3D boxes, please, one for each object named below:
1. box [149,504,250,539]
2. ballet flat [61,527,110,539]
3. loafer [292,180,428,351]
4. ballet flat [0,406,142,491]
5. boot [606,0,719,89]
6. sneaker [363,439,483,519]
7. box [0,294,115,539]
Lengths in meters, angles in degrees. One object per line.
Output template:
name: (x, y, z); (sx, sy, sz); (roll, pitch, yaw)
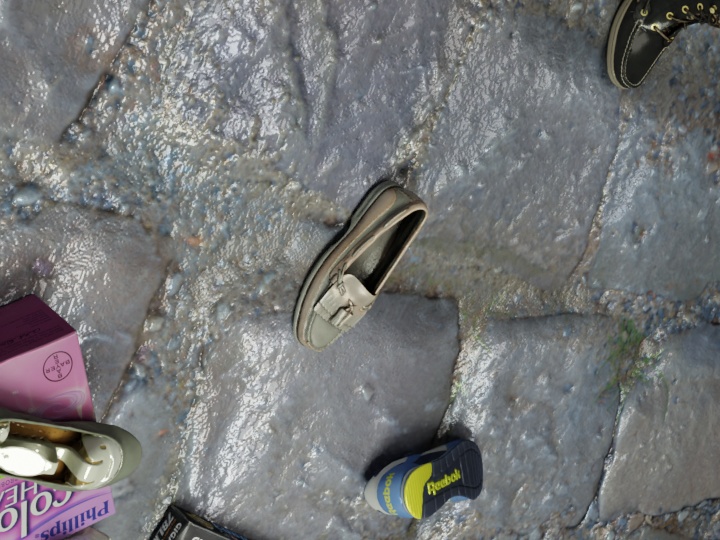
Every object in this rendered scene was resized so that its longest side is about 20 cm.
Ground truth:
box: (-0.178, 0.376, 1.503); (0.200, 0.050, 0.200); (36, 87, -43)
ballet flat: (-0.263, 0.274, 1.321); (0.069, 0.200, 0.070); (3, 75, -9)
loafer: (0.000, 0.000, 1.465); (0.072, 0.063, 0.201); (33, 87, -43)
ballet flat: (-0.262, 0.162, 1.199); (0.199, 0.063, 0.068); (20, 96, -42)
boot: (0.375, -0.287, 1.577); (0.073, 0.150, 0.201); (28, 91, -42)
sneaker: (0.079, 0.243, 1.639); (0.199, 0.082, 0.075); (-2, 84, -56)
box: (-0.332, 0.154, 1.247); (0.175, 0.096, 0.202); (-23, 123, -29)
